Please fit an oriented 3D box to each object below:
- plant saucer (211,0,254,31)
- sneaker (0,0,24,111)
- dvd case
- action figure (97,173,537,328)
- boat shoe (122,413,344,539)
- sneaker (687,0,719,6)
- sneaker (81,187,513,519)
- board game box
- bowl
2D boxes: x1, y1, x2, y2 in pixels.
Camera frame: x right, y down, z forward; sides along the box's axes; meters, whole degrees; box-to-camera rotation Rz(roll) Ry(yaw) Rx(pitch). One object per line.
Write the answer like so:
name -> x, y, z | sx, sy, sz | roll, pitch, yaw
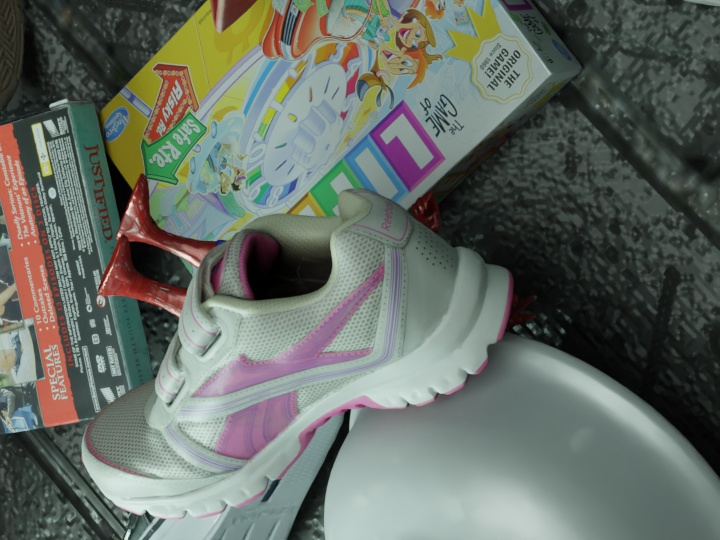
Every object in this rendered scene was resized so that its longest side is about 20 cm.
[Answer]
plant saucer -> -0.050, -0.229, 1.014 | 0.036, 0.200, 0.201 | -7, 70, -8
sneaker -> -0.235, -0.152, 1.200 | 0.111, 0.077, 0.201 | -21, 82, 24
dvd case -> -0.185, 0.008, 1.208 | 0.199, 0.022, 0.147 | -12, 91, 40
action figure -> 0.000, 0.000, 1.058 | 0.199, 0.066, 0.099 | 21, 132, -9
boat shoe -> -0.069, 0.097, 1.145 | 0.200, 0.072, 0.071 | -56, 52, 34
sneaker -> 0.109, -0.146, 0.997 | 0.198, 0.079, 0.075 | 6, 94, 14
sneaker -> -0.040, 0.026, 1.001 | 0.199, 0.082, 0.088 | -30, 118, 24
board game box -> -0.015, -0.076, 1.112 | 0.200, 0.034, 0.135 | -43, 76, 27
bowl -> 0.057, 0.129, 1.017 | 0.200, 0.090, 0.202 | 25, 140, 23
